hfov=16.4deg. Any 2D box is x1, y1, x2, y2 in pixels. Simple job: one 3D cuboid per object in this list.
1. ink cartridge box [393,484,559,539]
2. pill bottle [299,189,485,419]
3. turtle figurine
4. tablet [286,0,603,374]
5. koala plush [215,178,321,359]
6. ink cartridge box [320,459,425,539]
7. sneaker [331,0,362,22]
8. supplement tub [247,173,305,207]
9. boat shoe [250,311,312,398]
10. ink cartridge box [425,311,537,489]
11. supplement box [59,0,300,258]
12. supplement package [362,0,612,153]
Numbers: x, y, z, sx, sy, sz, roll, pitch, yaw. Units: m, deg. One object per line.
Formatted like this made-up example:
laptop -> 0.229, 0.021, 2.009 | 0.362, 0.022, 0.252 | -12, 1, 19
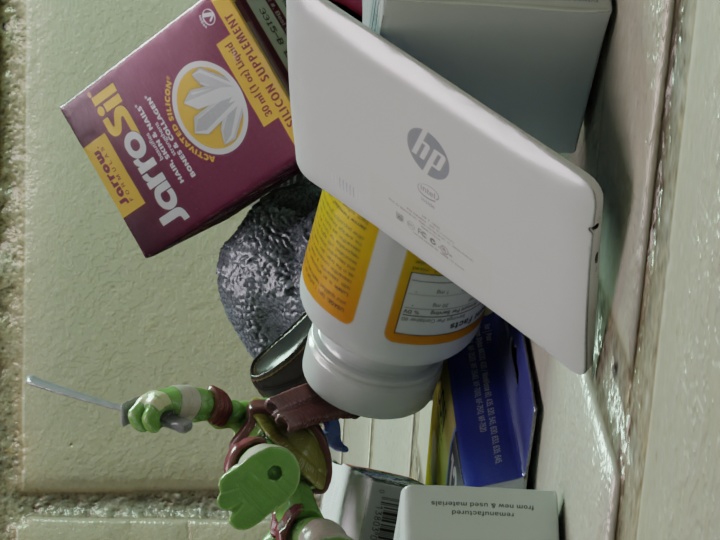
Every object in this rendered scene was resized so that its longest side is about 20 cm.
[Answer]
ink cartridge box -> 0.056, 0.231, 1.277 | 0.146, 0.083, 0.200 | 98, 173, -58
pill bottle -> 0.027, -0.016, 1.454 | 0.111, 0.111, 0.200 | -93, 15, -55
turtle figurine -> -0.085, 0.140, 1.474 | 0.194, 0.200, 0.144 | -144, 52, -72
tablet -> 0.036, -0.043, 1.185 | 0.200, 0.014, 0.130 | 36, 148, 30
koala plush -> 0.006, 0.014, 1.699 | 0.200, 0.184, 0.178 | -156, 67, -73
ink cartridge box -> 0.005, 0.178, 1.549 | 0.200, 0.050, 0.109 | 177, 105, -83
sneaker -> 0.026, -0.082, 1.312 | 0.200, 0.079, 0.095 | 48, 175, 16
supplement tub -> -0.026, -0.115, 1.889 | 0.140, 0.200, 0.141 | -178, 90, -86
boat shoe -> 0.000, 0.000, 1.565 | 0.200, 0.073, 0.075 | -42, 18, 9
ink cartridge box -> 0.068, 0.118, 1.487 | 0.198, 0.047, 0.200 | -94, 5, -63
supplement box -> -0.092, -0.115, 1.725 | 0.200, 0.103, 0.131 | -32, 89, 43
supplement package -> 0.058, -0.171, 1.250 | 0.114, 0.109, 0.200 | 99, 173, -55
